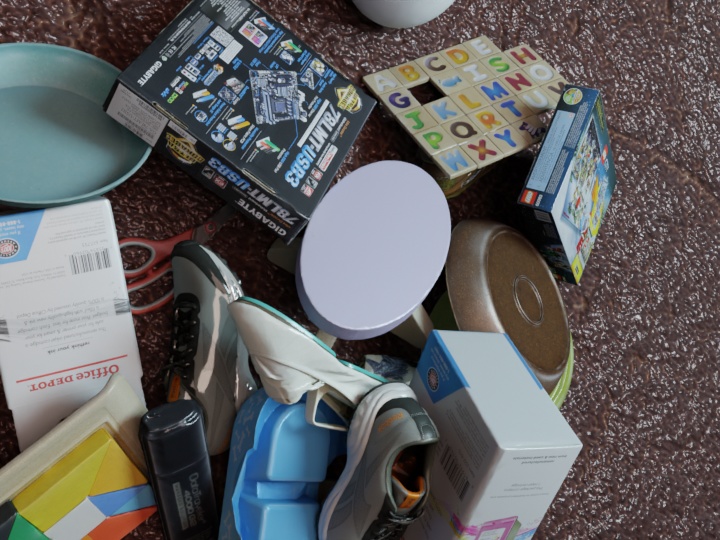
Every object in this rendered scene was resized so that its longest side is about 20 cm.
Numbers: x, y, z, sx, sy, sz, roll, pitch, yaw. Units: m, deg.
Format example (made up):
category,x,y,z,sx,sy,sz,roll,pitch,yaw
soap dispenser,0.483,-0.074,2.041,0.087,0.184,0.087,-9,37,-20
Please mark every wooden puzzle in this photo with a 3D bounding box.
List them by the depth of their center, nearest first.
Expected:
category,x,y,z,sx,sy,sz,roll,pitch,yaw
wooden puzzle,-0.241,0.201,0.731,0.200,0.037,0.186,-43,148,-20

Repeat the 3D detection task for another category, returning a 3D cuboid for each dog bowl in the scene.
category,x,y,z,sx,sy,sz,roll,pitch,yaw
dog bowl,-0.070,0.194,0.780,0.111,0.049,0.202,13,80,-42

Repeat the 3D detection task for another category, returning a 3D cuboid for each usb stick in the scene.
category,x,y,z,sx,sy,sz,roll,pitch,yaw
usb stick,-0.155,0.188,0.771,0.055,0.033,0.201,-22,136,-24

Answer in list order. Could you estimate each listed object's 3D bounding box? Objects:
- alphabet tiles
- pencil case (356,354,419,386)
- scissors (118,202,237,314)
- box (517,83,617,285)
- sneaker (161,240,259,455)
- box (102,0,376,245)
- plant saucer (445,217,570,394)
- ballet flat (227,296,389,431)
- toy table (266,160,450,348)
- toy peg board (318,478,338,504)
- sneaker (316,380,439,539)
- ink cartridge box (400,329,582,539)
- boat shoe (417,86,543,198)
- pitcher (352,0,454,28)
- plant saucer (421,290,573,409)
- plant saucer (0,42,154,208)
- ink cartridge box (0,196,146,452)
category,x,y,z,sx,sy,sz,roll,pitch,yaw
alphabet tiles,0.127,-0.183,0.926,0.199,0.008,0.168,-24,56,-22
pencil case,0.074,0.143,0.889,0.198,0.078,0.090,14,106,-9
scissors,-0.153,-0.028,0.856,0.199,0.014,0.074,-30,98,-23
box,0.226,-0.084,0.938,0.138,0.037,0.200,-66,153,-13
sneaker,-0.144,0.073,0.799,0.079,0.074,0.203,-14,96,-43
box,-0.100,-0.153,0.807,0.198,0.050,0.201,37,46,-12
plant saucer,0.158,0.035,0.890,0.199,0.034,0.202,28,50,-40
ballet flat,-0.039,0.093,0.740,0.199,0.069,0.070,36,74,-37
toy table,0.000,0.000,0.834,0.183,0.117,0.200,39,56,8
toy peg board,-0.003,0.314,0.857,0.197,0.098,0.202,11,83,-22
sneaker,0.017,0.198,0.747,0.073,0.079,0.202,-1,114,-32
ink cartridge box,0.090,0.175,0.773,0.084,0.145,0.201,4,124,-25
boat shoe,0.136,-0.150,0.960,0.199,0.072,0.069,-36,129,-27
pitcher,0.069,-0.336,0.862,0.120,0.200,0.173,25,78,-20
plant saucer,0.162,0.096,0.973,0.198,0.031,0.203,1,86,-23
plant saucer,-0.277,-0.119,0.750,0.198,0.036,0.201,10,48,-11
ink cartridge box,-0.261,0.044,0.766,0.115,0.068,0.202,-12,101,-23
